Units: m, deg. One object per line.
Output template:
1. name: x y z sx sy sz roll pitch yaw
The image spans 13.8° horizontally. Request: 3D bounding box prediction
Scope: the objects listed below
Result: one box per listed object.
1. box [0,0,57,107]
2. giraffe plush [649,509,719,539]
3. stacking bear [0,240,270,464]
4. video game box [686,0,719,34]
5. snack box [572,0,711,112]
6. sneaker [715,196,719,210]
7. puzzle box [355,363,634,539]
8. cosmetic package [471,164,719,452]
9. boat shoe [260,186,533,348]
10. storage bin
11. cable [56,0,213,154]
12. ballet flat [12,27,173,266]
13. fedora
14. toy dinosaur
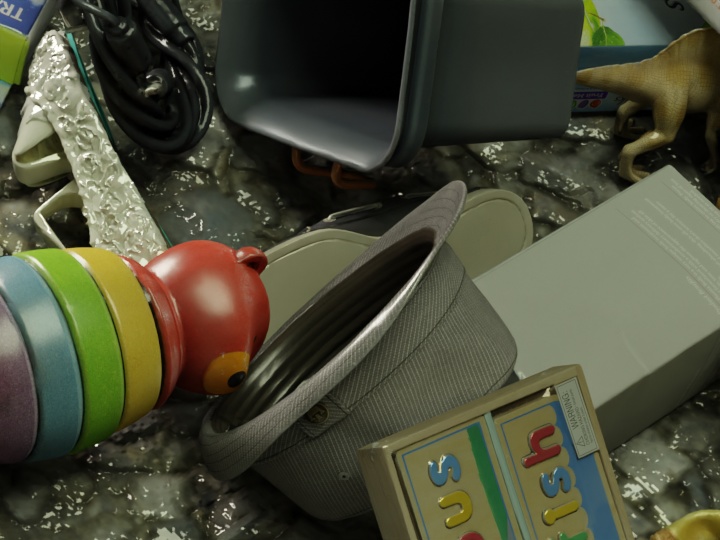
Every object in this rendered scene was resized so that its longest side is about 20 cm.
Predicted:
1. box: -0.227 -0.189 1.740 0.122 0.048 0.200 21 45 -1
2. giraffe plush: 0.257 0.169 1.488 0.172 0.162 0.201 11 56 -37
3. stacking bear: -0.137 0.039 1.518 0.200 0.122 0.114 -15 50 -28
4. video game box: 0.292 -0.144 1.789 0.200 0.047 0.182 3 40 -43
5. snack box: 0.148 -0.192 1.868 0.168 0.068 0.200 -2 52 -21
6. sneaker: 0.306 -0.052 1.798 0.200 0.075 0.088 -20 60 -32
7. puzzle box: 0.083 0.160 1.486 0.133 0.025 0.201 -21 96 -33
8. cosmetic package: 0.132 0.034 1.652 0.200 0.090 0.107 -29 65 -34
9. boat shoe: 0.000 0.000 1.665 0.200 0.073 0.063 -19 16 -26
10. storage bin: 0.026 -0.120 1.686 0.134 0.146 0.200 1 12 -32
11. cable: -0.127 -0.162 1.687 0.051 0.163 0.200 -22 43 13
12. ballet flat: -0.155 -0.051 1.635 0.072 0.072 0.200 -9 54 -27
13. fedora: 0.011 0.056 1.535 0.090 0.200 0.177 46 12 -11
14. toy dinosaur: 0.182 -0.106 1.777 0.199 0.101 0.058 -2 45 -29
